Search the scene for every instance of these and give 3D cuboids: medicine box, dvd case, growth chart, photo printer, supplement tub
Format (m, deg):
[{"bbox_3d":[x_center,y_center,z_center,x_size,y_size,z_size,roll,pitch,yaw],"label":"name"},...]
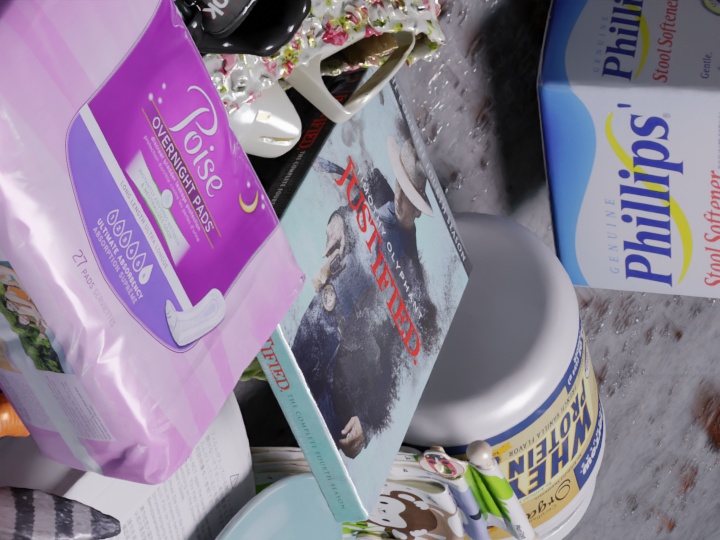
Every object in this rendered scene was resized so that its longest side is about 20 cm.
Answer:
[{"bbox_3d":[0.211,-0.076,0.994,0.183,0.198,0.104,75,24,-51],"label":"medicine box"},{"bbox_3d":[0.000,0.000,0.844,0.147,0.022,0.201,67,29,-28],"label":"dvd case"},{"bbox_3d":[0.004,0.131,0.981,0.145,0.198,0.018,53,41,-49],"label":"growth chart"},{"bbox_3d":[-0.124,0.132,0.848,0.200,0.069,0.168,-47,139,-42],"label":"photo printer"},{"bbox_3d":[0.068,0.075,1.027,0.144,0.144,0.200,-45,147,-15],"label":"supplement tub"}]

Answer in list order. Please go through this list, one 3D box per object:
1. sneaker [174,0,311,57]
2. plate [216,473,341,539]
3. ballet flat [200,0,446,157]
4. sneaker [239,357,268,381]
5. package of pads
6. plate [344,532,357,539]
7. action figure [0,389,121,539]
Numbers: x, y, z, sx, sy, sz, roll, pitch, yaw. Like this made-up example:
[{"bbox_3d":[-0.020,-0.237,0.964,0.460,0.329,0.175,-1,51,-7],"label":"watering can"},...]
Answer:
[{"bbox_3d":[-0.082,-0.140,0.668,0.071,0.098,0.200,-52,147,1],"label":"sneaker"},{"bbox_3d":[-0.053,0.205,0.909,0.200,0.025,0.201,-47,148,-42],"label":"plate"},{"bbox_3d":[-0.032,-0.091,0.797,0.199,0.064,0.076,-33,-179,-31],"label":"ballet flat"},{"bbox_3d":[-0.040,0.022,0.837,0.075,0.076,0.200,-45,172,21],"label":"sneaker"},{"bbox_3d":[-0.101,-0.034,0.620,0.121,0.075,0.201,-56,138,-34],"label":"package of pads"},{"bbox_3d":[-0.032,0.258,1.180,0.199,0.026,0.201,-33,142,-30],"label":"plate"},{"bbox_3d":[-0.190,0.125,0.688,0.105,0.191,0.202,143,-54,-80],"label":"action figure"}]
